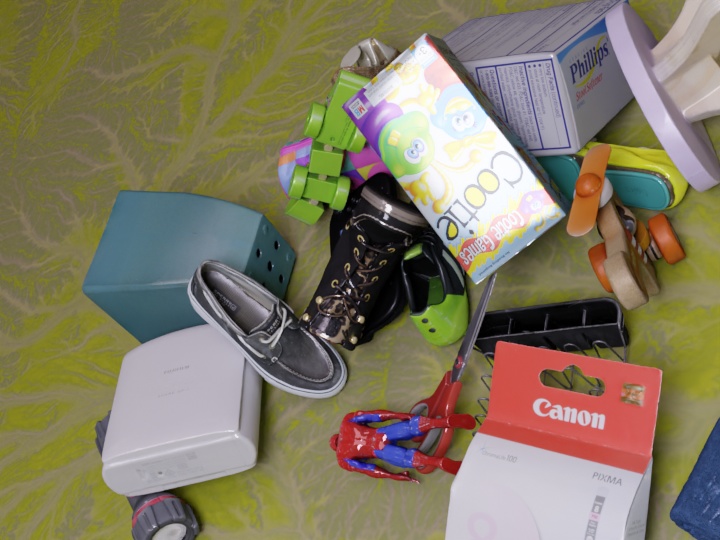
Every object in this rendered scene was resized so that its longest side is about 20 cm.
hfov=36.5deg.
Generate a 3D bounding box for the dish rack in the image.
[{"bbox_3d":[0.163,0.129,0.971,0.152,0.055,0.201,-10,54,33],"label":"dish rack"}]

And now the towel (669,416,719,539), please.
[{"bbox_3d":[0.329,0.132,0.846,0.111,0.049,0.201,22,74,45],"label":"towel"}]

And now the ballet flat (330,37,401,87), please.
[{"bbox_3d":[0.014,-0.238,1.283,0.070,0.066,0.200,-19,17,20],"label":"ballet flat"}]

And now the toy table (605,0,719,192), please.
[{"bbox_3d":[0.321,-0.188,1.011,0.117,0.183,0.201,-33,75,28],"label":"toy table"}]

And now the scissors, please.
[{"bbox_3d":[0.092,0.100,1.010,0.201,0.014,0.073,-62,28,27],"label":"scissors"}]

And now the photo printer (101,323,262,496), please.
[{"bbox_3d":[-0.186,0.138,1.181,0.165,0.070,0.201,-14,36,9],"label":"photo printer"}]

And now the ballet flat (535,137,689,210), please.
[{"bbox_3d":[0.237,-0.103,1.089,0.199,0.067,0.067,15,47,40],"label":"ballet flat"}]

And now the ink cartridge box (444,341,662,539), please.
[{"bbox_3d":[0.153,0.170,0.892,0.162,0.057,0.202,8,96,39],"label":"ink cartridge box"}]

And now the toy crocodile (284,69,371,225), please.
[{"bbox_3d":[-0.037,-0.132,1.210,0.062,0.067,0.201,-93,18,-54],"label":"toy crocodile"}]

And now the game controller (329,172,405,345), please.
[{"bbox_3d":[0.006,-0.014,1.191,0.104,0.042,0.201,-46,36,40],"label":"game controller"}]

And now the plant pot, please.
[{"bbox_3d":[-0.188,-0.002,1.282,0.198,0.142,0.142,0,59,27],"label":"plant pot"}]

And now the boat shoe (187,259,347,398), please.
[{"bbox_3d":[-0.100,0.063,1.136,0.199,0.071,0.072,33,70,5],"label":"boat shoe"}]

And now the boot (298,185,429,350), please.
[{"bbox_3d":[0.000,0.000,1.062,0.152,0.073,0.200,-64,8,-3],"label":"boot"}]

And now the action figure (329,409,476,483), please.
[{"bbox_3d":[0.030,0.163,1.027,0.199,0.051,0.066,-9,71,52],"label":"action figure"}]

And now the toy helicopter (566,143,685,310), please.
[{"bbox_3d":[0.222,-0.028,0.941,0.078,0.133,0.200,-26,14,19],"label":"toy helicopter"}]

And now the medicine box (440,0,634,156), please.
[{"bbox_3d":[0.161,-0.194,1.121,0.199,0.104,0.182,1,29,37],"label":"medicine box"}]

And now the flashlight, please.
[{"bbox_3d":[-0.240,0.228,1.194,0.068,0.068,0.200,-45,44,4],"label":"flashlight"}]

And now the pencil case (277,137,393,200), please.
[{"bbox_3d":[-0.004,-0.141,1.277,0.199,0.088,0.089,-20,49,26],"label":"pencil case"}]

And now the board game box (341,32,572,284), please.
[{"bbox_3d":[0.091,-0.103,1.002,0.103,0.105,0.201,-38,87,16],"label":"board game box"}]

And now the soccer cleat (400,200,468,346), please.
[{"bbox_3d":[0.072,-0.016,1.127,0.067,0.081,0.201,-23,48,21],"label":"soccer cleat"}]
